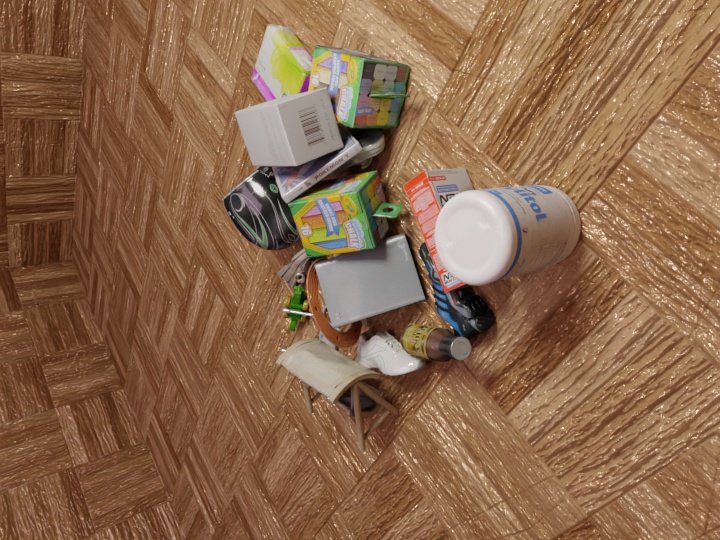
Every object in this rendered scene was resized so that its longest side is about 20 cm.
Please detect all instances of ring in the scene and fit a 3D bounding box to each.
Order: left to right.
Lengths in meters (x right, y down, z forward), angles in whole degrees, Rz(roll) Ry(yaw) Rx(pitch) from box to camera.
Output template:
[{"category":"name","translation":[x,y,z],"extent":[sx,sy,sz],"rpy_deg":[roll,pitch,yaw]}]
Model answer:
[{"category":"ring","translation":[-0.058,0.071,1.133],"extent":[0.019,0.200,0.202],"rpy_deg":[-21,82,28]}]

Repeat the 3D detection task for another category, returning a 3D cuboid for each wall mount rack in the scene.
[{"category":"wall mount rack","translation":[-0.122,0.176,1.324],"extent":[0.173,0.074,0.201],"rpy_deg":[25,116,44]}]

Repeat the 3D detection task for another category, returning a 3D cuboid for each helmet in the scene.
[{"category":"helmet","translation":[-0.210,-0.145,1.265],"extent":[0.191,0.200,0.200],"rpy_deg":[52,141,-13]}]

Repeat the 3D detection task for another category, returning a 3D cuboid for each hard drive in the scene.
[{"category":"hard drive","translation":[0.020,0.022,1.068],"extent":[0.199,0.033,0.140],"rpy_deg":[-19,83,11]}]

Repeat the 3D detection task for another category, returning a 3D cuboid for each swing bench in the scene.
[{"category":"swing bench","translation":[-0.050,0.254,1.155],"extent":[0.198,0.130,0.201],"rpy_deg":[23,146,44]}]

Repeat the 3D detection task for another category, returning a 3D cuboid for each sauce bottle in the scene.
[{"category":"sauce bottle","translation":[0.138,0.134,0.971],"extent":[0.200,0.064,0.065],"rpy_deg":[167,91,-70]}]

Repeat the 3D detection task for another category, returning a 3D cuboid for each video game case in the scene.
[{"category":"video game case","translation":[-0.097,-0.232,1.090],"extent":[0.023,0.182,0.200],"rpy_deg":[53,-175,-32]}]

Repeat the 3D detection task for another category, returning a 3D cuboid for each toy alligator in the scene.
[{"category":"toy alligator","translation":[-0.161,0.071,1.356],"extent":[0.054,0.059,0.201],"rpy_deg":[-81,4,-53]}]

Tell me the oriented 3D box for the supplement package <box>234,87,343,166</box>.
[{"category":"supplement package","translation":[-0.144,-0.278,1.038],"extent":[0.200,0.117,0.118],"rpy_deg":[17,130,53]}]

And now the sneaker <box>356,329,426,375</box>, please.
[{"category":"sneaker","translation":[0.057,0.174,1.119],"extent":[0.200,0.070,0.081],"rpy_deg":[2,97,50]}]

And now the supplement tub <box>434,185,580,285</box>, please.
[{"category":"supplement tub","translation":[0.218,-0.057,0.774],"extent":[0.132,0.199,0.133],"rpy_deg":[15,111,46]}]

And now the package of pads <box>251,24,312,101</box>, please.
[{"category":"package of pads","translation":[-0.175,-0.461,1.240],"extent":[0.200,0.068,0.155],"rpy_deg":[55,135,25]}]

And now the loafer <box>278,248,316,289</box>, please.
[{"category":"loafer","translation":[-0.141,-0.011,1.318],"extent":[0.063,0.072,0.200],"rpy_deg":[55,144,0]}]

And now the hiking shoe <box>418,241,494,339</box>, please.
[{"category":"hiking shoe","translation":[0.155,0.040,0.966],"extent":[0.087,0.074,0.201],"rpy_deg":[-48,63,43]}]

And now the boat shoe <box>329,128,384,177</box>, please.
[{"category":"boat shoe","translation":[-0.016,-0.243,1.114],"extent":[0.201,0.075,0.065],"rpy_deg":[-7,132,47]}]

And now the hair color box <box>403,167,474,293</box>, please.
[{"category":"hair color box","translation":[0.163,-0.073,0.903],"extent":[0.064,0.110,0.201],"rpy_deg":[-30,77,49]}]

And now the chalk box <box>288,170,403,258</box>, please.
[{"category":"chalk box","translation":[-0.017,-0.115,1.048],"extent":[0.199,0.125,0.125],"rpy_deg":[-8,115,24]}]

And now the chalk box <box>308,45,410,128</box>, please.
[{"category":"chalk box","translation":[0.006,-0.346,1.012],"extent":[0.200,0.124,0.125],"rpy_deg":[36,124,40]}]

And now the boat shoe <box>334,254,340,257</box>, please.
[{"category":"boat shoe","translation":[0.001,-0.001,1.141],"extent":[0.202,0.071,0.066],"rpy_deg":[63,143,25]}]
